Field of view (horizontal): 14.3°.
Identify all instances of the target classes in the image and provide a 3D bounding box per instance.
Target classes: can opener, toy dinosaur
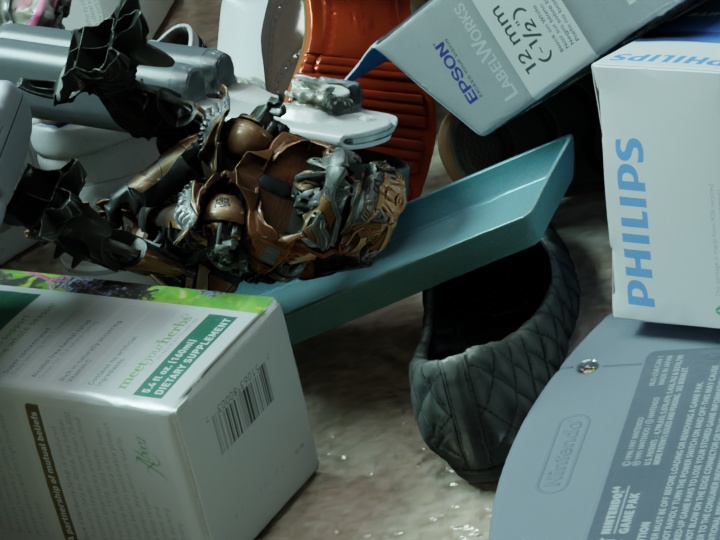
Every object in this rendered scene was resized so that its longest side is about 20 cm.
[{"bbox_3d":[-0.076,-0.063,1.194,0.199,0.067,0.053,14,19,21],"label":"can opener"},{"bbox_3d":[-0.073,-0.023,1.138,0.199,0.135,0.103,-30,43,35],"label":"toy dinosaur"}]

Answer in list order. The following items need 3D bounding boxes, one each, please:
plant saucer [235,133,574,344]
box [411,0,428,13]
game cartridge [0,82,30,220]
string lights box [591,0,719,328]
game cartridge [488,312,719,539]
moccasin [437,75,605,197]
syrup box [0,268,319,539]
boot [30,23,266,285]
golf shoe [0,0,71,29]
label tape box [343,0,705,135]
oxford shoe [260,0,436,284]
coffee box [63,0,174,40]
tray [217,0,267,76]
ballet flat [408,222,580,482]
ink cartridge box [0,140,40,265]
[{"bbox_3d":[0.000,0.000,1.176,0.199,0.019,0.070,-24,20,31],"label":"plant saucer"},{"bbox_3d":[0.075,-0.180,1.398,0.077,0.095,0.200,-27,10,-23],"label":"box"},{"bbox_3d":[-0.209,0.017,1.067,0.132,0.041,0.201,3,59,26],"label":"game cartridge"},{"bbox_3d":[0.166,-0.058,1.139,0.059,0.103,0.200,6,22,33],"label":"string lights box"},{"bbox_3d":[0.117,0.077,1.026,0.132,0.041,0.200,0,30,18],"label":"game cartridge"},{"bbox_3d":[0.116,-0.088,1.294,0.201,0.074,0.078,-33,19,-25],"label":"moccasin"},{"bbox_3d":[-0.124,0.055,1.131,0.199,0.082,0.079,7,34,32],"label":"syrup box"},{"bbox_3d":[-0.060,-0.071,1.316,0.199,0.096,0.073,-32,33,-31],"label":"boot"},{"bbox_3d":[-0.194,-0.060,1.272,0.091,0.073,0.201,16,56,-1],"label":"golf shoe"},{"bbox_3d":[0.098,-0.119,1.185,0.143,0.066,0.200,-32,-3,-40],"label":"label tape box"},{"bbox_3d":[-0.010,-0.081,1.278,0.071,0.201,0.072,11,-18,-20],"label":"oxford shoe"},{"bbox_3d":[-0.215,-0.219,1.553,0.196,0.201,0.200,-5,29,17],"label":"coffee box"},{"bbox_3d":[-0.011,-0.150,1.381,0.200,0.022,0.108,-44,33,40],"label":"tray"},{"bbox_3d":[0.054,0.012,1.151,0.066,0.057,0.200,-9,28,8],"label":"ballet flat"},{"bbox_3d":[-0.225,-0.033,1.357,0.115,0.067,0.200,16,40,43],"label":"ink cartridge box"}]
